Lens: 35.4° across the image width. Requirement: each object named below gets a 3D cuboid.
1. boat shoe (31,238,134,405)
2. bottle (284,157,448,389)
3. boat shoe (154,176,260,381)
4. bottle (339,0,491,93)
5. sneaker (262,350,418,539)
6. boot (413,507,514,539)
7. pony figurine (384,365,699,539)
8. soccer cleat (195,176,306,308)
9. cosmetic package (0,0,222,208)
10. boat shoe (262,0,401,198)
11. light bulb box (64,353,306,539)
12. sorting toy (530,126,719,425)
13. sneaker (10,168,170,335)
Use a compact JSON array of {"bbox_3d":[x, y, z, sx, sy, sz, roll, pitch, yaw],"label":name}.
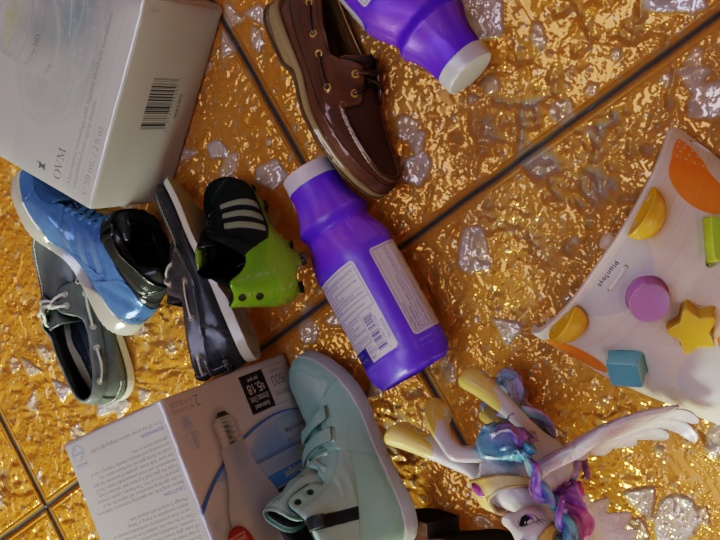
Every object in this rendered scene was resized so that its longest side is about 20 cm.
[{"bbox_3d":[-0.296,0.044,1.160,0.072,0.062,0.203,-25,85,29],"label":"boat shoe"},{"bbox_3d":[0.000,0.000,0.978,0.202,0.065,0.084,61,149,9],"label":"bottle"},{"bbox_3d":[-0.159,0.004,1.058,0.067,0.072,0.203,-26,71,10],"label":"boat shoe"},{"bbox_3d":[0.029,-0.235,0.939,0.083,0.065,0.201,-40,77,-1],"label":"bottle"},{"bbox_3d":[-0.043,0.162,0.987,0.202,0.117,0.074,59,144,28],"label":"sneaker"},{"bbox_3d":[0.093,0.320,0.954,0.186,0.063,0.204,-173,81,-69],"label":"boot"},{"bbox_3d":[0.142,0.157,0.880,0.200,0.190,0.169,43,131,46],"label":"pony figurine"},{"bbox_3d":[-0.116,-0.029,1.003,0.200,0.080,0.069,-133,40,-52],"label":"soccer cleat"},{"bbox_3d":[-0.267,-0.195,1.079,0.198,0.122,0.202,27,109,24],"label":"cosmetic package"},{"bbox_3d":[-0.015,-0.160,0.975,0.067,0.072,0.203,-31,79,30],"label":"boat shoe"},{"bbox_3d":[-0.128,0.206,1.015,0.124,0.197,0.203,-24,86,29],"label":"light bulb box"},{"bbox_3d":[0.254,0.031,0.857,0.178,0.107,0.202,32,112,0],"label":"sorting toy"},{"bbox_3d":[-0.257,-0.045,1.117,0.111,0.076,0.201,-41,81,32],"label":"sneaker"}]
